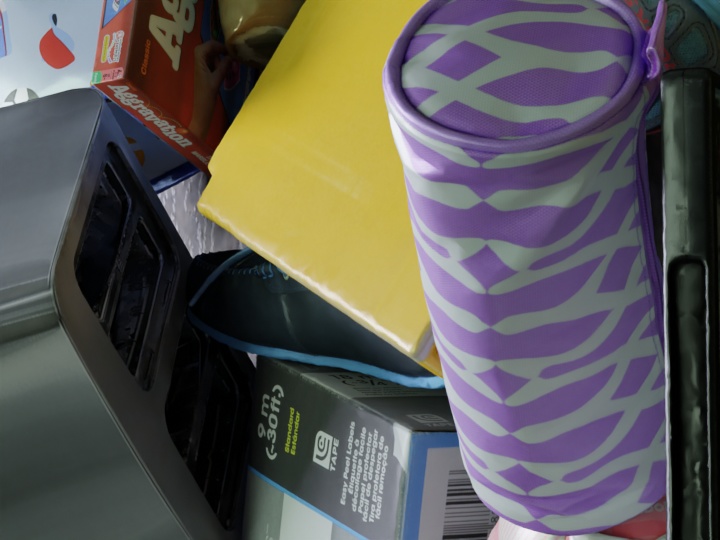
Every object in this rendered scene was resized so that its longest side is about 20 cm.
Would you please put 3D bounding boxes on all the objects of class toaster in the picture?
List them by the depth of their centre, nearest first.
[{"bbox_3d":[-0.135,0.044,1.080,0.200,0.118,0.181,-82,-31,-54],"label":"toaster"}]

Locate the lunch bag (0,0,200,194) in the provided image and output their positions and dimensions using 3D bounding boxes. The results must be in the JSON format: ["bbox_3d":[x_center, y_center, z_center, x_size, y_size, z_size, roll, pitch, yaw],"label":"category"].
[{"bbox_3d":[-0.125,-0.123,1.191,0.200,0.124,0.171,-27,61,29],"label":"lunch bag"}]

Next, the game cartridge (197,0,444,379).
[{"bbox_3d":[0.028,-0.068,0.936,0.177,0.032,0.200,-58,31,1],"label":"game cartridge"}]

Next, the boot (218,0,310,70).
[{"bbox_3d":[-0.045,-0.192,1.031,0.066,0.175,0.201,-5,82,28],"label":"boot"}]

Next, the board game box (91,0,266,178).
[{"bbox_3d":[-0.067,-0.148,1.068,0.019,0.103,0.201,-7,65,29],"label":"board game box"}]

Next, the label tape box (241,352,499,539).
[{"bbox_3d":[-0.009,0.111,1.041,0.200,0.063,0.145,22,110,59],"label":"label tape box"}]

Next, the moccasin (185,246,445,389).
[{"bbox_3d":[0.000,0.000,1.024,0.200,0.080,0.068,8,106,48],"label":"moccasin"}]

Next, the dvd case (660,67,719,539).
[{"bbox_3d":[0.114,0.047,0.752,0.017,0.143,0.201,-1,86,20],"label":"dvd case"}]

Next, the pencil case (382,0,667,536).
[{"bbox_3d":[0.062,0.001,0.784,0.200,0.085,0.084,74,-153,-47],"label":"pencil case"}]

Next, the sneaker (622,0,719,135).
[{"bbox_3d":[0.047,-0.123,0.811,0.200,0.079,0.096,49,116,23],"label":"sneaker"}]

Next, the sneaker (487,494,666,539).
[{"bbox_3d":[0.093,0.136,0.837,0.200,0.075,0.105,-122,37,-51],"label":"sneaker"}]
